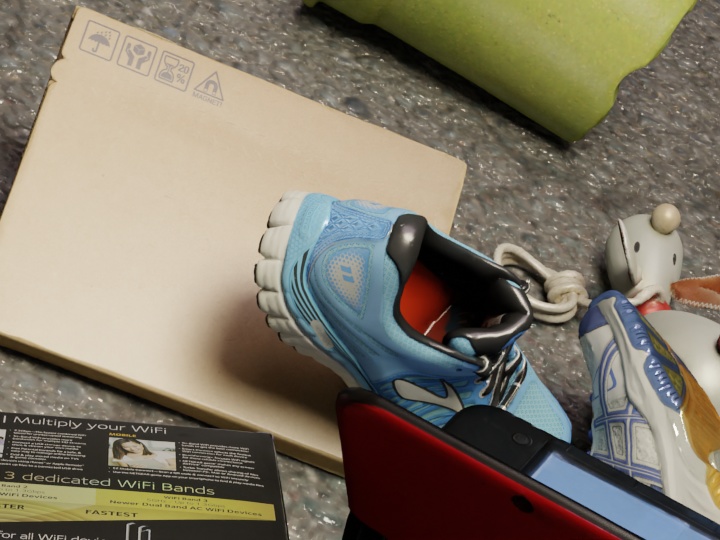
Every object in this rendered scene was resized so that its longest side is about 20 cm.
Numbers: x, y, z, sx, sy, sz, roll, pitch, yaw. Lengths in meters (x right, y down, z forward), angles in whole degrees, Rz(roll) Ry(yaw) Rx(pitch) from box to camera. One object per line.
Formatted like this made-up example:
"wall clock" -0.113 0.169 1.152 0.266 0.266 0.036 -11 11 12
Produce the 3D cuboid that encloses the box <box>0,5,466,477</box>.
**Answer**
"box" -0.062 -0.012 1.011 0.198 0.021 0.165 21 66 -11

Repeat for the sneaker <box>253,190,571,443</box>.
"sneaker" 0.040 0.038 0.958 0.200 0.089 0.079 43 56 -42

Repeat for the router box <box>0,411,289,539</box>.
"router box" -0.124 0.101 0.765 0.198 0.053 0.157 5 18 -7

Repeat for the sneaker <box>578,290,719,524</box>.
"sneaker" 0.122 0.094 1.003 0.075 0.088 0.201 40 22 -39

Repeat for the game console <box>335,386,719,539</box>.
"game console" 0.101 0.094 0.827 0.199 0.119 0.172 28 35 17

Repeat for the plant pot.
"plant pot" 0.097 -0.182 1.324 0.184 0.201 0.201 38 31 -4

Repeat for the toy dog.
"toy dog" 0.165 0.020 1.142 0.131 0.097 0.201 5 38 -33
